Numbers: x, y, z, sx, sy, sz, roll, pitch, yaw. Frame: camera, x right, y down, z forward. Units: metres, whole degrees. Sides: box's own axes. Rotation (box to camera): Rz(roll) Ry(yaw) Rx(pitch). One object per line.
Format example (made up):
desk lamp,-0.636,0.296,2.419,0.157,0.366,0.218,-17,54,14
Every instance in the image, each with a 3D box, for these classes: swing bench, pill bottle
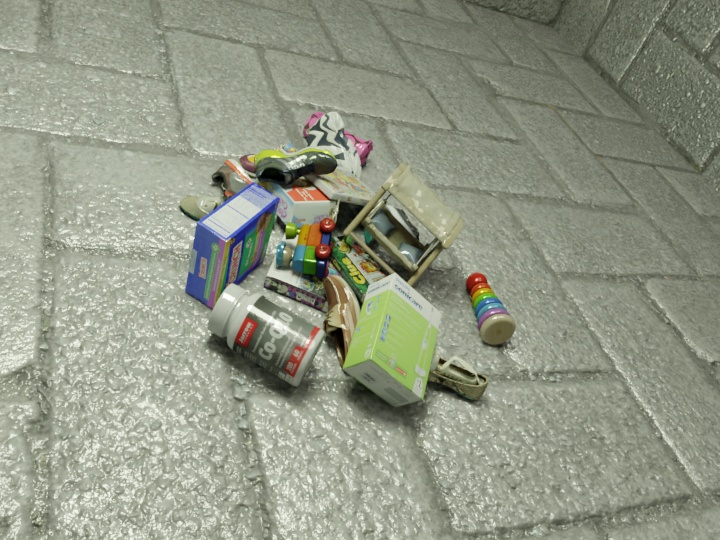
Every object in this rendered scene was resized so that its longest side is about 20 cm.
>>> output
swing bench,0.102,-0.101,1.522,0.198,0.201,0.130,41,17,-3
pill bottle,-0.173,0.115,1.234,0.197,0.115,0.114,29,37,3

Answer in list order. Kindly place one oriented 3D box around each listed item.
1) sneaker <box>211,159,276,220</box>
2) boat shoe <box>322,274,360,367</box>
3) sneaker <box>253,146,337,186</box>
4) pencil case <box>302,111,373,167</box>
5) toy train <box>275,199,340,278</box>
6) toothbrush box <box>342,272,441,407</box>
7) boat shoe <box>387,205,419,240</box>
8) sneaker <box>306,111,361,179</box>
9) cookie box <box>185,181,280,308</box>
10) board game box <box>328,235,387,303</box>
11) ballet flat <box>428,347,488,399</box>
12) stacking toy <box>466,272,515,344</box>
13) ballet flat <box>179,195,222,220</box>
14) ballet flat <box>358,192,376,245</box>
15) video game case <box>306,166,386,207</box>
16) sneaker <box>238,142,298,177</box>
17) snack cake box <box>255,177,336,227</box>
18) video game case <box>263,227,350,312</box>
sneaker,-0.272,-0.169,1.561,0.081,0.078,0.200,-37,66,-21
boat shoe,-0.038,0.102,1.341,0.070,0.076,0.203,-12,66,-26
sneaker,-0.149,-0.228,1.534,0.195,0.075,0.082,-5,44,4
pencil case,-0.061,-0.371,1.888,0.198,0.092,0.094,32,51,10
toy train,-0.112,-0.083,1.449,0.113,0.086,0.203,8,53,0
toothbrush box,0.066,0.135,1.298,0.145,0.085,0.203,38,50,-25
boat shoe,0.116,-0.091,1.691,0.065,0.071,0.201,0,37,-28
sneaker,-0.084,-0.312,1.820,0.202,0.128,0.080,63,35,-14
cookie box,-0.253,-0.053,1.336,0.074,0.173,0.200,28,38,9
board game box,0.000,0.000,1.494,0.103,0.024,0.201,-15,57,-42
ballet flat,0.171,0.199,1.373,0.196,0.076,0.068,22,38,-5
stacking toy,0.296,0.076,1.592,0.083,0.087,0.202,10,36,-20
ballet flat,-0.302,-0.129,1.483,0.196,0.063,0.068,25,37,-2
ballet flat,0.039,-0.134,1.689,0.071,0.074,0.202,10,38,-20
video game case,-0.054,-0.216,1.648,0.179,0.023,0.200,6,29,-43
sneaker,-0.209,-0.284,1.695,0.196,0.091,0.076,-1,44,-32
snack cake box,-0.157,-0.180,1.594,0.113,0.068,0.200,-4,35,-35
video game case,-0.103,-0.005,1.478,0.178,0.036,0.202,22,38,-7
